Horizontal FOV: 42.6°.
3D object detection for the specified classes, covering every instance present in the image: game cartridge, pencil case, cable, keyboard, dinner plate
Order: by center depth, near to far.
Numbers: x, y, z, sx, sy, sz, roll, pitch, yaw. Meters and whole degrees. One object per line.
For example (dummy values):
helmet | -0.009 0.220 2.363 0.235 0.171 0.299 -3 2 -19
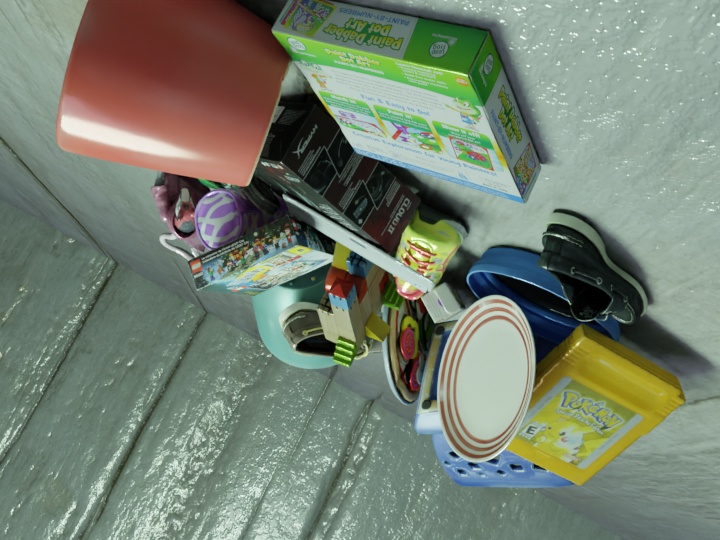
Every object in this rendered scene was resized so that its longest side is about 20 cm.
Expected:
keyboard | -0.002 -0.031 1.049 0.197 0.011 0.056 30 167 6
game cartridge | 0.270 0.170 1.122 0.174 0.033 0.201 27 126 -19
dinner plate | 0.157 0.132 1.129 0.024 0.205 0.199 13 174 -25
cable | -0.157 -0.128 1.141 0.201 0.050 0.097 55 -171 24
pencil case | -0.125 -0.068 1.193 0.084 0.086 0.199 -19 177 32

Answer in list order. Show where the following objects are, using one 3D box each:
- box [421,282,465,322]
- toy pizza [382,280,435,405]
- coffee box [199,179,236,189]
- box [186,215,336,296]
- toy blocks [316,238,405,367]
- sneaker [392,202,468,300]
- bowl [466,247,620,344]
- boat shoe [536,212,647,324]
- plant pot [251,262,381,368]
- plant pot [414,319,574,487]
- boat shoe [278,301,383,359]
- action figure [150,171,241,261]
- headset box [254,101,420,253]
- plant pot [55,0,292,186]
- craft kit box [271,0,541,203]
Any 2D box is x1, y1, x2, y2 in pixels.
box | 0.115 0.044 1.254 0.042 0.038 0.200 61 -174 7
toy pizza | 0.077 0.089 1.316 0.031 0.204 0.200 -2 156 21
coffee box | -0.229 -0.162 1.319 0.198 0.045 0.123 17 162 42
box | -0.113 -0.014 1.144 0.200 0.134 0.038 16 -127 -77
toy blocks | 0.000 0.000 1.185 0.098 0.202 0.138 18 151 19
sneaker | 0.077 -0.015 1.130 0.077 0.091 0.201 27 165 12
bowl | 0.225 0.036 1.126 0.198 0.040 0.201 27 167 7
boat shoe | 0.241 0.018 0.967 0.074 0.067 0.199 16 162 40
plant pot | -0.074 0.016 1.362 0.198 0.202 0.162 23 153 22
plant pot | 0.192 0.174 1.294 0.197 0.203 0.180 -10 140 36
boat shoe | -0.019 0.093 1.280 0.197 0.072 0.060 12 -140 -33
action figure | -0.243 -0.078 1.237 0.132 0.151 0.200 26 -171 -13
headset box | -0.038 -0.103 1.052 0.199 0.078 0.148 39 169 -34
plant pot | -0.162 -0.174 0.850 0.174 0.204 0.200 20 168 -10
craft kit box | 0.045 -0.148 0.809 0.197 0.049 0.197 21 167 30
